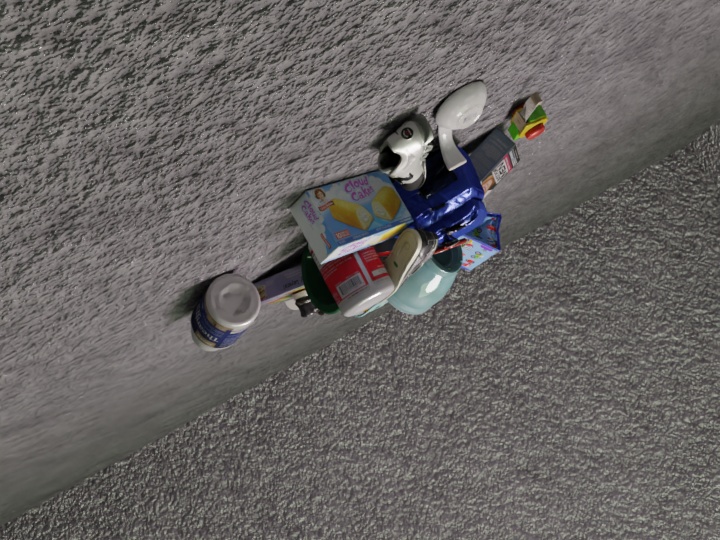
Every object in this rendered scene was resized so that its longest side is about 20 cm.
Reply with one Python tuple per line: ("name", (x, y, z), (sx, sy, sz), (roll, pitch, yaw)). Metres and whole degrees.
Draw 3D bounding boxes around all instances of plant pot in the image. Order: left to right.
("plant pot", (0.133, -0.025, 1.719), (0.199, 0.203, 0.134), (-19, 171, -47))

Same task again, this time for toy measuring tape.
("toy measuring tape", (0.336, -0.305, 1.558), (0.073, 0.074, 0.200), (-28, 171, -8))

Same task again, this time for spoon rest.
("spoon rest", (0.165, -0.254, 1.385), (0.098, 0.061, 0.201), (-28, 157, -16))

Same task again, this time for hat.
("hat", (0.000, 0.000, 1.674), (0.174, 0.168, 0.199), (-7, -159, -37))

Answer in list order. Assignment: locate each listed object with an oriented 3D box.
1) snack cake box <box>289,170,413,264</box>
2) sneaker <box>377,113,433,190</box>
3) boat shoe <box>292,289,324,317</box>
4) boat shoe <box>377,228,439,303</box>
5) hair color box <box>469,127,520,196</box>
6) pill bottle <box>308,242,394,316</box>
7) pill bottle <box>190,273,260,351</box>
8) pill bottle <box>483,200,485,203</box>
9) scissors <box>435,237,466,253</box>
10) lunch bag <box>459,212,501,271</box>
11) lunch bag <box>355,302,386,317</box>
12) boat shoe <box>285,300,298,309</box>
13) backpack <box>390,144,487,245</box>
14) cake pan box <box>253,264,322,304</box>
("snack cake box", (-0.013, -0.099, 1.434), (0.199, 0.116, 0.067), (-22, 168, -42))
("sneaker", (0.065, -0.187, 1.360), (0.088, 0.075, 0.201), (-28, 161, -11))
("boat shoe", (-0.095, 0.073, 1.854), (0.073, 0.061, 0.200), (-20, 175, 14))
("boat shoe", (0.078, -0.005, 1.534), (0.067, 0.072, 0.200), (-8, 149, -41))
("hair color box", (0.242, -0.192, 1.690), (0.200, 0.061, 0.099), (-46, 160, 3))
("pill bottle", (-0.028, -0.026, 1.503), (0.111, 0.202, 0.112), (-27, 171, -5))
("pill bottle", (-0.282, 0.094, 1.635), (0.110, 0.112, 0.200), (-23, 168, -33))
("pill bottle", (0.206, -0.126, 1.964), (0.199, 0.112, 0.110), (-36, 169, 33))
("scissors", (0.165, -0.044, 1.538), (0.072, 0.014, 0.200), (-18, -179, 11))
("lunch bag", (0.199, -0.081, 1.835), (0.197, 0.096, 0.151), (12, 158, -17))
("lunch bag", (0.028, 0.017, 2.022), (0.199, 0.162, 0.077), (-35, 169, 34))
("boat shoe", (-0.100, 0.028, 2.002), (0.199, 0.072, 0.069), (-39, -170, 14))
("backpack", (0.133, -0.131, 1.563), (0.198, 0.170, 0.162), (-25, 167, 16))
("cake pan box", (-0.128, 0.021, 1.814), (0.198, 0.053, 0.184), (-21, 176, 18))
